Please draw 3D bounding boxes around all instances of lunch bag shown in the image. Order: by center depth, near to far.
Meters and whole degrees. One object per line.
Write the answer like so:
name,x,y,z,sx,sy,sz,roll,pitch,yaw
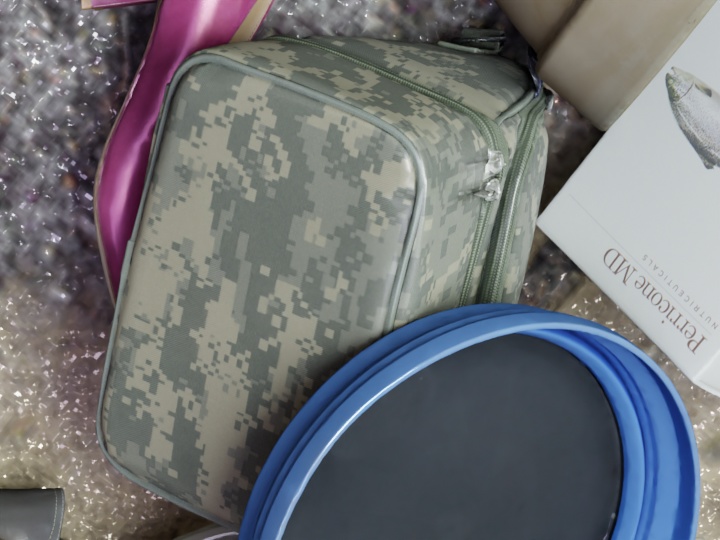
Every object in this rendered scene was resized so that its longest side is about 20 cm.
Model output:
lunch bag,0.000,0.000,0.984,0.139,0.168,0.201,20,108,26

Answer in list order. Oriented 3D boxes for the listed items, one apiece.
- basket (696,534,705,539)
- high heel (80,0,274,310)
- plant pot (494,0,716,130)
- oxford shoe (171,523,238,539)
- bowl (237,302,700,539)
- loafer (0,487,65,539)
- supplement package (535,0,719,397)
basket,0.061,0.173,1.057,0.199,0.123,0.136,9,106,-8
high heel,-0.063,-0.057,1.004,0.095,0.067,0.201,-3,94,5
plant pot,0.091,-0.185,0.934,0.173,0.200,0.200,39,100,2
oxford shoe,-0.107,0.184,1.017,0.200,0.058,0.075,-36,114,-5
bowl,0.041,0.106,0.916,0.200,0.039,0.202,-13,117,-26
loafer,-0.158,0.119,1.047,0.072,0.073,0.200,-42,116,3
supplement package,0.194,-0.049,0.983,0.200,0.117,0.117,-52,141,12
